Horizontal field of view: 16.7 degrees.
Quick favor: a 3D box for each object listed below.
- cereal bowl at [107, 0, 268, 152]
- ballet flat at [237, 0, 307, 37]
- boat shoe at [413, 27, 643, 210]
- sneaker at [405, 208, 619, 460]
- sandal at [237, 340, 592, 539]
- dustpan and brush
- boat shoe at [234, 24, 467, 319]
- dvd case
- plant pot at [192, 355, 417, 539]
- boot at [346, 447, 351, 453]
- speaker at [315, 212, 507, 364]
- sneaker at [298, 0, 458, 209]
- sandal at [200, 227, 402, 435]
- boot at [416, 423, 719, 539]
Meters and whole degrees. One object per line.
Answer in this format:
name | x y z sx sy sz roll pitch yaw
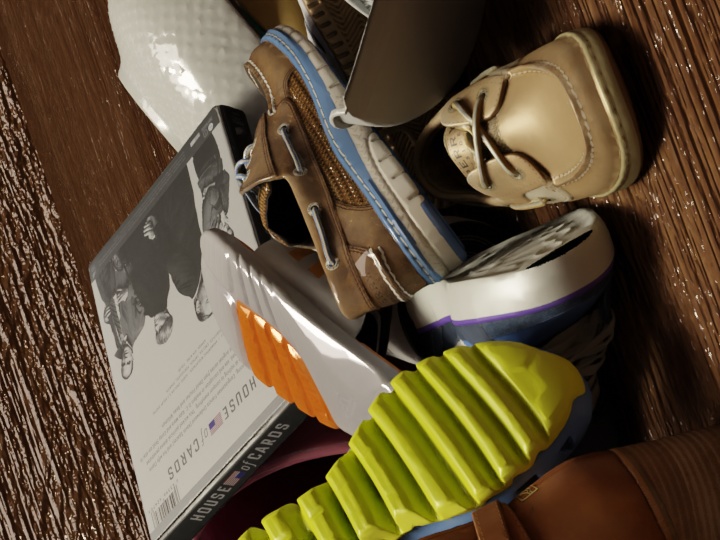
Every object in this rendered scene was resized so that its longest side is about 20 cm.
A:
cereal bowl | -0.084 -0.109 1.475 0.200 0.083 0.200 49 -178 -2
ballet flat | -0.051 -0.190 1.445 0.200 0.068 0.063 54 129 47
boat shoe | 0.071 -0.057 1.088 0.200 0.064 0.072 148 103 -78
sneaker | 0.096 0.057 1.152 0.147 0.080 0.200 62 163 -2
sandal | 0.028 0.106 1.100 0.087 0.200 0.080 25 -146 -46
dustpan and brush | 0.027 -0.120 1.158 0.200 0.057 0.140 25 -100 -64
boat shoe | -0.023 -0.050 1.188 0.072 0.072 0.200 54 -179 -39
dvd case | -0.089 0.031 1.356 0.150 0.025 0.201 -48 45 34
plant pot | -0.012 0.105 1.443 0.180 0.199 0.201 -99 1 -47
boot | 0.061 0.140 1.205 0.200 0.073 0.182 49 -170 35
speaker | 0.000 0.000 1.334 0.200 0.081 0.082 15 124 58
sneaker | -0.003 -0.128 1.299 0.108 0.070 0.201 -171 60 -74
sandal | 0.003 0.042 1.215 0.206 0.059 0.079 37 147 28
boot | 0.109 0.176 1.056 0.074 0.154 0.201 -164 56 -75
